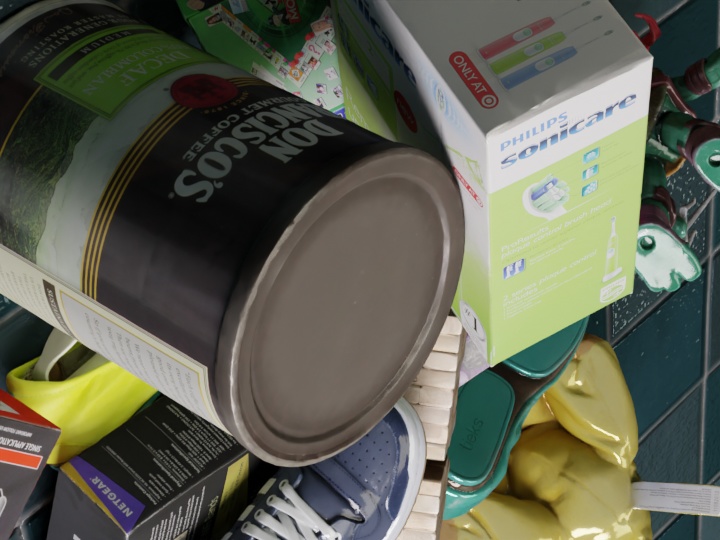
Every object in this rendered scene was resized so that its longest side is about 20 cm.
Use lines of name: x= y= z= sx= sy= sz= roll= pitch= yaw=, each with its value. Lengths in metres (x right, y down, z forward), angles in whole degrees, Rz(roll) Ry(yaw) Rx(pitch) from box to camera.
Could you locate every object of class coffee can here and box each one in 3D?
coffee can: x=-0.076 y=-0.021 z=0.961 sx=0.146 sy=0.200 sz=0.146 roll=-33 pitch=137 yaw=-37

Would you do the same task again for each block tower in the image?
block tower: x=0.020 y=0.095 z=1.131 sx=0.054 sy=0.058 sz=0.200 roll=-65 pitch=160 yaw=-69

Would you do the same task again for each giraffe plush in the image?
giraffe plush: x=0.118 y=0.134 z=1.405 sx=0.162 sy=0.200 sz=0.173 roll=121 pitch=-10 yaw=-78

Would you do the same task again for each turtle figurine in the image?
turtle figurine: x=0.185 y=-0.072 z=1.278 sx=0.200 sy=0.101 sz=0.150 roll=-85 pitch=-167 yaw=-65

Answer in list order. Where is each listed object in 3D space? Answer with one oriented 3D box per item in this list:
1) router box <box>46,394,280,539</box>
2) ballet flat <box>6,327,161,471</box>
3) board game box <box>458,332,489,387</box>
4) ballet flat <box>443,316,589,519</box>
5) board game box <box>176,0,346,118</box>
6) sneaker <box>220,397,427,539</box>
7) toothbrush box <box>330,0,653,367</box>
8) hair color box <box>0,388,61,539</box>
router box: x=-0.094 y=0.134 z=1.135 sx=0.157 sy=0.052 sz=0.200 roll=-34 pitch=156 yaw=-36
ballet flat: x=-0.099 y=0.018 z=1.091 sx=0.200 sy=0.067 sz=0.067 roll=-42 pitch=121 yaw=-25
board game box: x=0.064 y=0.022 z=1.195 sx=0.200 sy=0.032 sz=0.120 roll=-36 pitch=-162 yaw=28
ballet flat: x=0.074 y=0.070 z=1.286 sx=0.200 sy=0.067 sz=0.070 roll=-57 pitch=-178 yaw=-40
board game box: x=-0.003 y=-0.109 z=1.075 sx=0.135 sy=0.029 sz=0.200 roll=-25 pitch=151 yaw=1
sneaker: x=-0.050 y=0.143 z=1.060 sx=0.200 sy=0.070 sz=0.108 roll=-52 pitch=163 yaw=19
toothbrush box: x=0.057 y=-0.073 z=0.996 sx=0.086 sy=0.146 sz=0.200 roll=-27 pitch=152 yaw=-12
hair color box: x=-0.229 y=0.143 z=0.999 sx=0.102 sy=0.061 sz=0.200 roll=22 pitch=96 yaw=-58
